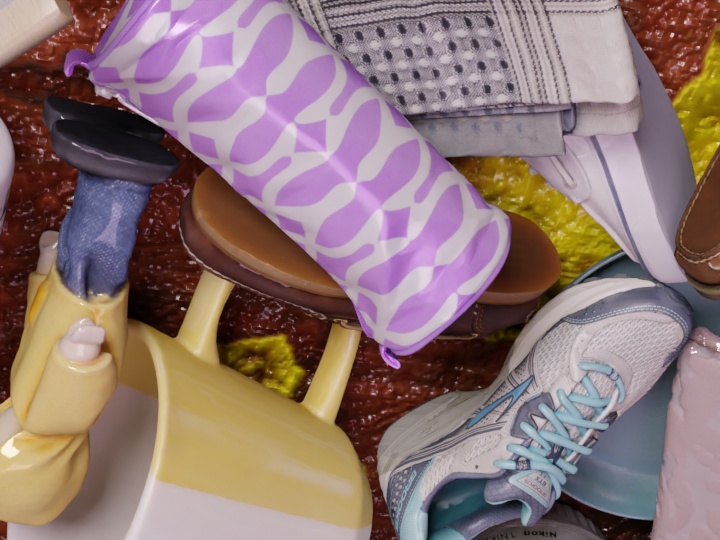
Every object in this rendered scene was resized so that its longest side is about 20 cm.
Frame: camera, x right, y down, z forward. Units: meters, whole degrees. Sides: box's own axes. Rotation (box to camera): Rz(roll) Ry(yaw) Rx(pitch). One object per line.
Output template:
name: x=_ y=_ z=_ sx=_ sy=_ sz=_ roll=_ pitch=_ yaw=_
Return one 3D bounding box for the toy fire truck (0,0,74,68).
toy fire truck: x=-0.178 y=-0.136 z=0.561 sx=0.129 sy=0.200 sz=0.176 roll=32 pitch=115 yaw=-28

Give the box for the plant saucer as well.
plant saucer: x=0.180 y=0.054 z=0.867 sx=0.199 sy=0.027 sz=0.201 roll=-2 pitch=125 yaw=-3

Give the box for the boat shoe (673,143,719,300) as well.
boat shoe: x=0.200 y=-0.082 z=0.730 sx=0.068 sy=0.072 sz=0.200 roll=39 pitch=84 yaw=-33

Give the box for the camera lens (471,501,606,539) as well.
camera lens: x=0.097 y=0.249 z=0.896 sx=0.159 sy=0.200 sz=0.160 roll=-5 pitch=127 yaw=-6

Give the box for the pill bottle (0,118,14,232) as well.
pill bottle: x=-0.231 y=0.017 z=0.716 sx=0.119 sy=0.120 sz=0.200 roll=9 pitch=124 yaw=-16

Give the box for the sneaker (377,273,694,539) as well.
sneaker: x=0.094 y=0.085 z=0.813 sx=0.078 sy=0.086 sz=0.200 roll=37 pitch=116 yaw=-24

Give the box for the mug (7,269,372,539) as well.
mug: x=-0.067 y=0.105 z=0.802 sx=0.153 sy=0.150 sz=0.187 roll=21 pitch=127 yaw=-33

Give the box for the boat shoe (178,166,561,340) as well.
boat shoe: x=0.000 y=0.000 z=0.765 sx=0.199 sy=0.071 sz=0.070 roll=13 pitch=144 yaw=-28

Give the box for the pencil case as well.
pencil case: x=-0.027 y=-0.052 z=0.669 sx=0.200 sy=0.084 sz=0.086 roll=42 pitch=97 yaw=-13

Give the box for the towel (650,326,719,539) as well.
towel: x=0.246 y=0.142 z=0.840 sx=0.191 sy=0.032 sz=0.201 roll=21 pitch=129 yaw=27

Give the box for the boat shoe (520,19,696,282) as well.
boat shoe: x=0.103 y=-0.073 z=0.749 sx=0.065 sy=0.074 sz=0.200 roll=-10 pitch=125 yaw=32

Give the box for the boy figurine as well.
boy figurine: x=-0.139 y=0.023 z=0.731 sx=0.064 sy=0.124 sz=0.200 roll=12 pitch=112 yaw=-23

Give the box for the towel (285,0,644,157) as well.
towel: x=0.011 y=-0.124 z=0.661 sx=0.192 sy=0.035 sz=0.200 roll=-2 pitch=132 yaw=25
